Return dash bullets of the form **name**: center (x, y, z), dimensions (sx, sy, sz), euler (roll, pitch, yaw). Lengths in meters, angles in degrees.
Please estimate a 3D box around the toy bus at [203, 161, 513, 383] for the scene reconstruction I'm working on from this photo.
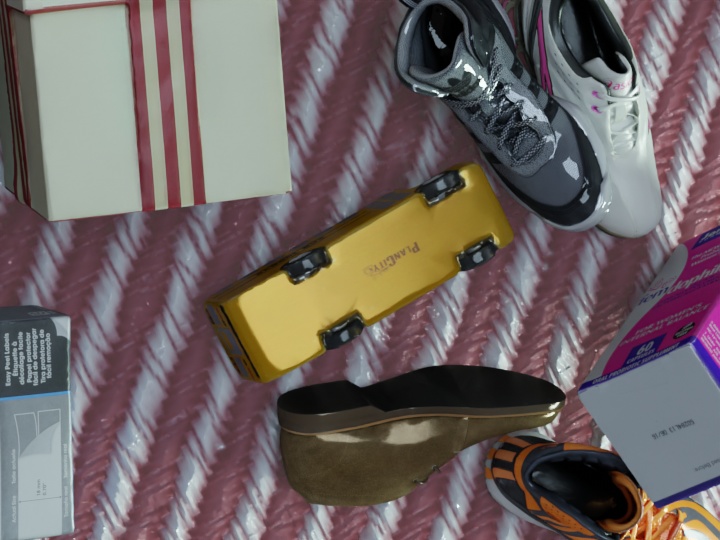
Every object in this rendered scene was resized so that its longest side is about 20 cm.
- **toy bus**: center (0.000, 0.000, 1.761), dimensions (0.200, 0.078, 0.065), euler (-30, 99, -15)

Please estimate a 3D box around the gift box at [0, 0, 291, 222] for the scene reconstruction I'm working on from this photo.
- **gift box**: center (-0.133, -0.143, 1.669), dimensions (0.199, 0.184, 0.188), euler (-10, 103, -21)

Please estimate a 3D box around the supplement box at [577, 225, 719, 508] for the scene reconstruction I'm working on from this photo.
- **supplement box**: center (0.244, 0.053, 1.780), dimensions (0.104, 0.101, 0.200), euler (54, 39, -10)

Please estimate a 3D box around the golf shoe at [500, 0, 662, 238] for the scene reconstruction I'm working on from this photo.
- **golf shoe**: center (0.159, -0.112, 1.804), dimensions (0.072, 0.092, 0.201), euler (-27, 100, -17)

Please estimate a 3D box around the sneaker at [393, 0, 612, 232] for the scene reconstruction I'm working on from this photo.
- **sneaker**: center (0.085, -0.110, 1.741), dimensions (0.075, 0.114, 0.200), euler (-38, 75, 20)

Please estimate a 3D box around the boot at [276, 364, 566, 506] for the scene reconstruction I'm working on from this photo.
- **boot**: center (0.042, 0.112, 1.790), dimensions (0.199, 0.074, 0.076), euler (-6, 108, -11)

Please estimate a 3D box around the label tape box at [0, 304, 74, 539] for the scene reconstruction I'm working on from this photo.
- **label tape box**: center (-0.283, 0.103, 1.655), dimensions (0.199, 0.063, 0.145), euler (-5, 100, -28)

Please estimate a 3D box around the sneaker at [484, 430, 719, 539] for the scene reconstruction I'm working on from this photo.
- **sneaker**: center (0.185, 0.174, 1.805), dimensions (0.199, 0.112, 0.078), euler (23, 84, -17)
